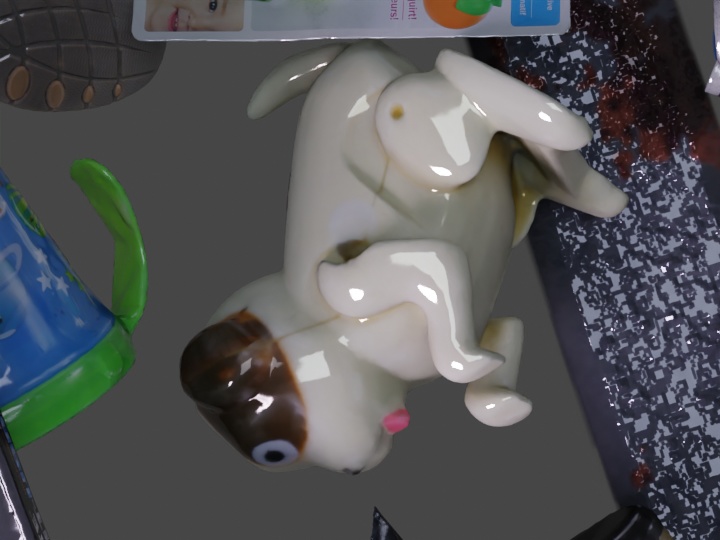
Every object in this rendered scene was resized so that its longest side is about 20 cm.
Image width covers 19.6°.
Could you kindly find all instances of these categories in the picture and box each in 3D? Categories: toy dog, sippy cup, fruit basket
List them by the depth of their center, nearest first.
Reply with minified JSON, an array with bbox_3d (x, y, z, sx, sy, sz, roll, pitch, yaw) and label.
[{"bbox_3d":[-0.187,0.012,0.919,0.139,0.178,0.130,-20,103,23],"label":"sippy cup"},{"bbox_3d":[0.000,0.000,0.946,0.194,0.140,0.200,29,83,14],"label":"toy dog"},{"bbox_3d":[-0.003,-0.190,0.959,0.200,0.094,0.186,-2,67,14],"label":"fruit basket"}]

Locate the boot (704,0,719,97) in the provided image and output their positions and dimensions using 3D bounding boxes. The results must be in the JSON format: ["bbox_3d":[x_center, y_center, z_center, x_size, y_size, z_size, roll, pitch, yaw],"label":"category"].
[{"bbox_3d":[0.213,-0.084,1.002,0.095,0.074,0.200,-5,76,3],"label":"boot"}]

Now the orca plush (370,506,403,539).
[{"bbox_3d":[0.012,0.194,0.910,0.071,0.200,0.105,3,117,23],"label":"orca plush"}]

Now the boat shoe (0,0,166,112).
[{"bbox_3d":[-0.183,-0.127,0.959,0.200,0.073,0.075,8,122,-34],"label":"boat shoe"}]

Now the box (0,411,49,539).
[{"bbox_3d":[-0.229,0.096,0.797,0.200,0.050,0.199,-18,103,-3],"label":"box"}]

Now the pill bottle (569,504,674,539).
[{"bbox_3d":[0.145,0.215,0.941,0.112,0.112,0.200,-37,87,-6],"label":"pill bottle"}]
